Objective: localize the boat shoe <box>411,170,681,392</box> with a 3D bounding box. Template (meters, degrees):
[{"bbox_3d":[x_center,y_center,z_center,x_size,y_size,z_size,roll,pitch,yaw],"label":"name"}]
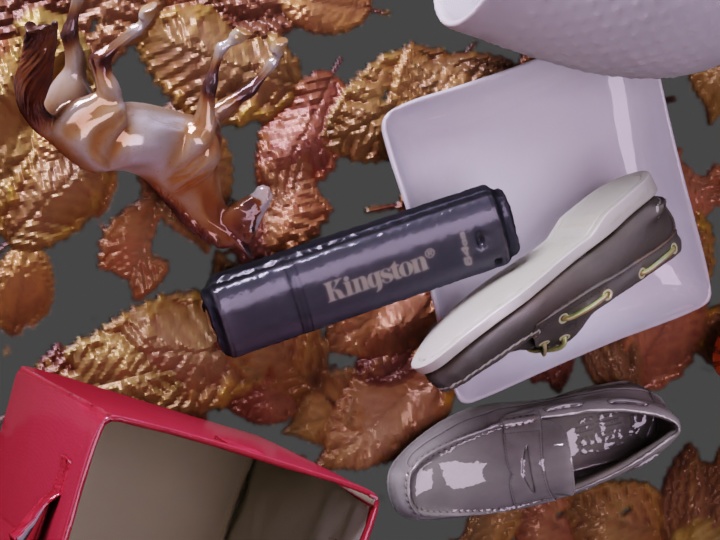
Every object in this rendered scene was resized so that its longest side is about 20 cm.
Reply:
[{"bbox_3d":[0.121,0.017,1.439,0.202,0.072,0.060,-38,106,-19],"label":"boat shoe"}]

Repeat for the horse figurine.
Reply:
[{"bbox_3d":[-0.127,-0.095,1.352,0.200,0.050,0.133,16,107,-33],"label":"horse figurine"}]

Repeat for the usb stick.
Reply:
[{"bbox_3d":[0.000,0.000,1.416,0.200,0.033,0.055,-19,104,-7],"label":"usb stick"}]

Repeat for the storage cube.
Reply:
[{"bbox_3d":[-0.124,0.167,1.323,0.200,0.180,0.171,18,89,-24],"label":"storage cube"}]

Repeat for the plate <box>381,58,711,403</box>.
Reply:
[{"bbox_3d":[0.119,-0.040,1.487,0.200,0.032,0.200,-21,105,-19],"label":"plate"}]

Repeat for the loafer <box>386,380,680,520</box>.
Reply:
[{"bbox_3d":[0.113,0.117,1.484,0.200,0.070,0.070,-18,104,-21],"label":"loafer"}]

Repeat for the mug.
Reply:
[{"bbox_3d":[0.161,-0.218,1.411,0.175,0.148,0.200,17,84,-18],"label":"mug"}]

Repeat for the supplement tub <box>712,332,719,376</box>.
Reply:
[{"bbox_3d":[0.336,0.101,1.553,0.200,0.123,0.123,46,78,-22],"label":"supplement tub"}]
